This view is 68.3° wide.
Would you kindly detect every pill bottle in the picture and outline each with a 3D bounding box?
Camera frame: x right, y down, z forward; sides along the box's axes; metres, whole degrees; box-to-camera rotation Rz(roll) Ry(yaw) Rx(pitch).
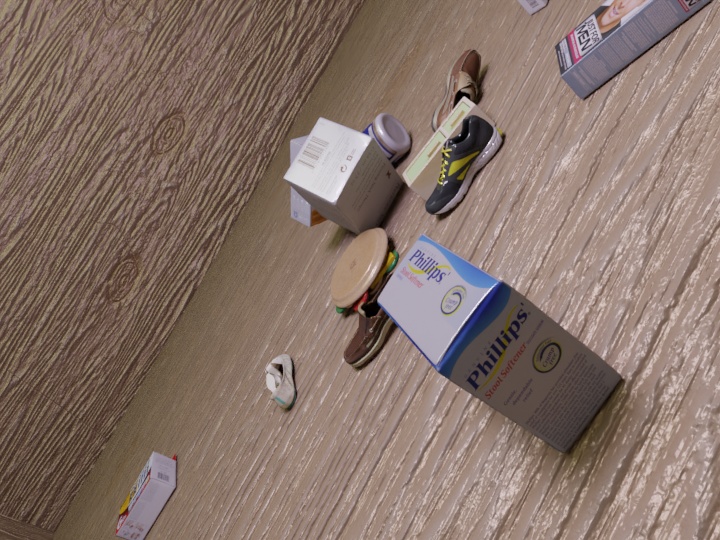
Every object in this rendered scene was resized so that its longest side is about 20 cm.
[{"bbox_3d":[0.028,-0.299,1.379,0.199,0.115,0.118,-38,30,38],"label":"pill bottle"}]

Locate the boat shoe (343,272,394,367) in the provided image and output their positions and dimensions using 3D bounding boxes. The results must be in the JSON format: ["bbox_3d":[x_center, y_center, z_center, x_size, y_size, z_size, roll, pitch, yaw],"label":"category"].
[{"bbox_3d":[0.022,0.085,0.970,0.204,0.074,0.075,-52,24,14],"label":"boat shoe"}]

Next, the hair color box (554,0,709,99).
[{"bbox_3d":[0.393,-0.364,0.789,0.199,0.060,0.101,-37,31,40],"label":"hair color box"}]

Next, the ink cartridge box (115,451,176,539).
[{"bbox_3d":[-0.636,0.663,1.586,0.203,0.083,0.175,-58,23,2],"label":"ink cartridge box"}]

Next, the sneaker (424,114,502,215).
[{"bbox_3d":[0.175,-0.200,0.997,0.202,0.084,0.075,-54,23,10],"label":"sneaker"}]

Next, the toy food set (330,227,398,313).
[{"bbox_3d":[0.000,0.000,1.154,0.201,0.048,0.199,-53,24,13],"label":"toy food set"}]

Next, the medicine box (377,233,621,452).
[{"bbox_3d":[0.142,0.072,0.584,0.104,0.198,0.182,-54,23,4],"label":"medicine box"}]

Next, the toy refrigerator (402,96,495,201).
[{"bbox_3d":[0.173,-0.245,1.077,0.201,0.069,0.076,-50,24,19],"label":"toy refrigerator"}]

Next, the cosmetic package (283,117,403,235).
[{"bbox_3d":[-0.034,-0.206,1.214,0.164,0.200,0.170,28,84,31],"label":"cosmetic package"}]

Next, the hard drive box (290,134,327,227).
[{"bbox_3d":[-0.097,-0.234,1.331,0.076,0.204,0.154,26,38,33],"label":"hard drive box"}]

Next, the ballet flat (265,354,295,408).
[{"bbox_3d":[-0.189,0.240,1.224,0.068,0.062,0.200,-54,23,7],"label":"ballet flat"}]

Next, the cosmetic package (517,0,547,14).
[{"bbox_3d":[0.333,-0.667,1.102,0.051,0.198,0.153,1,60,62],"label":"cosmetic package"}]

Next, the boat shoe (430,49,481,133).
[{"bbox_3d":[0.223,-0.382,1.152,0.073,0.075,0.204,10,78,60],"label":"boat shoe"}]
